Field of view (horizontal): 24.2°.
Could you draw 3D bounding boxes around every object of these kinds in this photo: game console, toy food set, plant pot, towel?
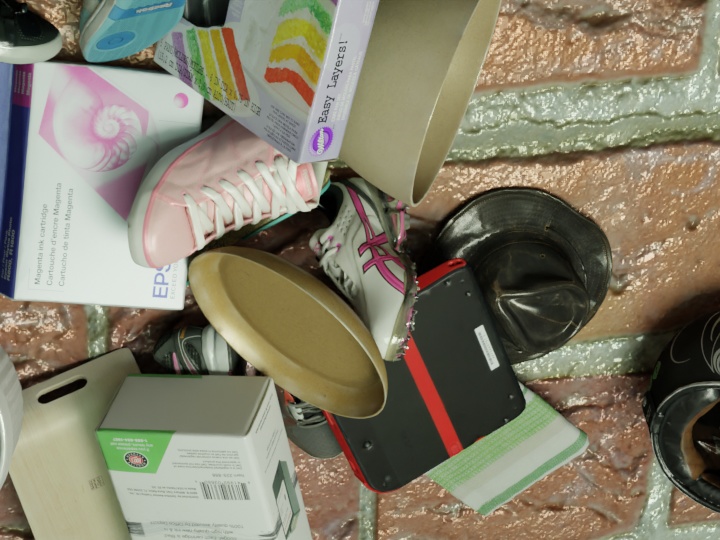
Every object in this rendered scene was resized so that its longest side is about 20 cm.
[{"bbox_3d":[0.050,0.101,1.536,0.176,0.031,0.201,-31,128,-8],"label":"game console"},{"bbox_3d":[-0.254,0.182,1.570,0.143,0.060,0.201,-23,126,-15],"label":"toy food set"},{"bbox_3d":[-0.056,0.047,1.394,0.028,0.199,0.200,-53,127,-25],"label":"plant pot"},{"bbox_3d":[0.110,0.152,1.651,0.149,0.031,0.200,-37,122,23],"label":"towel"},{"bbox_3d":[0.019,-0.169,1.365,0.134,0.200,0.201,21,117,8],"label":"plant pot"}]

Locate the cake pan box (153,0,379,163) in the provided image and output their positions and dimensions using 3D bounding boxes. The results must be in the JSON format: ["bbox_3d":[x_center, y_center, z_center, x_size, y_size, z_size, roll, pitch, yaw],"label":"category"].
[{"bbox_3d":[-0.074,-0.208,1.303,0.052,0.200,0.185,-11,129,-44],"label":"cake pan box"}]

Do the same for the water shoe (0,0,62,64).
[{"bbox_3d":[-0.315,-0.221,1.290,0.199,0.072,0.079,17,113,-25],"label":"water shoe"}]

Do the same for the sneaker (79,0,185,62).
[{"bbox_3d":[-0.186,-0.258,1.309,0.079,0.131,0.200,-15,163,-33],"label":"sneaker"}]

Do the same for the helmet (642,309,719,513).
[{"bbox_3d":[0.381,0.128,1.630,0.199,0.191,0.201,12,120,22],"label":"helmet"}]

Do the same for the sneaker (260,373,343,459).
[{"bbox_3d":[-0.058,0.112,1.559,0.077,0.082,0.201,-24,124,0],"label":"sneaker"}]

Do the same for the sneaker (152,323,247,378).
[{"bbox_3d":[-0.143,0.123,1.560,0.086,0.081,0.201,1,124,10],"label":"sneaker"}]

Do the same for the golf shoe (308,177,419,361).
[{"bbox_3d":[0.000,0.000,1.441,0.091,0.201,0.073,4,132,-11],"label":"golf shoe"}]

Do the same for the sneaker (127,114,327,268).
[{"bbox_3d":[-0.098,-0.067,1.362,0.104,0.200,0.076,13,131,29],"label":"sneaker"}]

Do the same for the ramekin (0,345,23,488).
[{"bbox_3d":[-0.382,0.123,1.428,0.199,0.105,0.202,1,106,5],"label":"ramekin"}]

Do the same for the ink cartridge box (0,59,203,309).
[{"bbox_3d":[-0.235,-0.072,1.383,0.199,0.043,0.198,3,98,-19],"label":"ink cartridge box"}]

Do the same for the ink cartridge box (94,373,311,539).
[{"bbox_3d":[-0.137,0.196,1.510,0.145,0.084,0.201,0,126,16],"label":"ink cartridge box"}]

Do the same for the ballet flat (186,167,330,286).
[{"bbox_3d":[-0.120,-0.047,1.460,0.199,0.071,0.071,-34,124,6],"label":"ballet flat"}]

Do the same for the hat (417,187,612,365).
[{"bbox_3d":[0.153,0.026,1.568,0.199,0.081,0.202,-7,123,-11],"label":"hat"}]
